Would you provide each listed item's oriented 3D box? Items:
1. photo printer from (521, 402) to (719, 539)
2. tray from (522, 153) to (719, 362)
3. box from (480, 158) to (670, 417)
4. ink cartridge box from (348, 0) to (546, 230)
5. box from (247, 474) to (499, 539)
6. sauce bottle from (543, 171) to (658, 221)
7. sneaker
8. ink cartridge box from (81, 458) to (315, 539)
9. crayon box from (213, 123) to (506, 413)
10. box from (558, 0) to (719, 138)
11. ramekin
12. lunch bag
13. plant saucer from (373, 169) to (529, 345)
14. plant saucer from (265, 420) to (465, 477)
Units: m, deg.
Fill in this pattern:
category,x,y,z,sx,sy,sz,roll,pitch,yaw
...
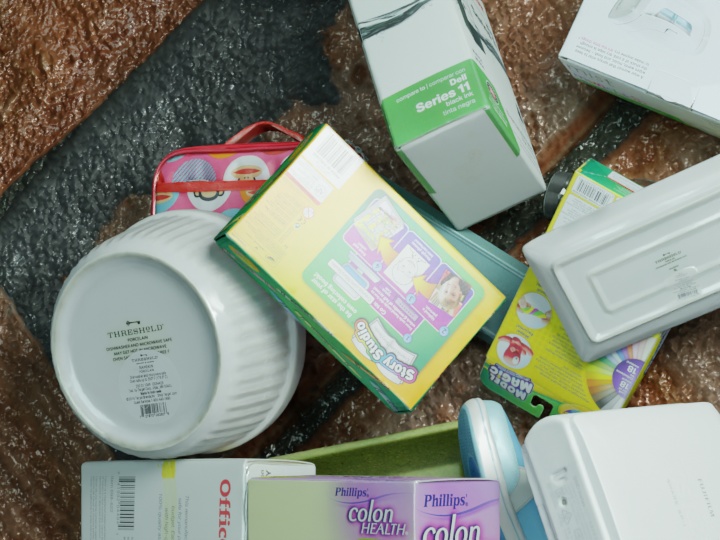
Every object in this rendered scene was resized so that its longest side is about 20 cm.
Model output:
category,x,y,z,sx,sy,sz,roll,pitch,yaw
photo printer,0.221,0.179,1.426,0.069,0.199,0.168,-34,66,41
tray,0.226,-0.009,1.434,0.199,0.022,0.108,-25,105,22
box,0.179,0.030,1.508,0.117,0.048,0.201,31,115,12
ink cartridge box,0.063,-0.157,1.547,0.083,0.147,0.201,-24,58,13
box,0.009,0.253,1.454,0.175,0.096,0.202,-5,84,44
sauce bottle,0.240,-0.037,1.523,0.199,0.065,0.065,18,88,24
sneaker,0.156,0.177,1.493,0.130,0.080,0.202,-19,94,-7
ink cartridge box,-0.132,0.225,1.581,0.199,0.083,0.147,-5,82,43
crayon box,0.000,0.000,1.516,0.200,0.058,0.119,44,77,-6
box,0.283,-0.198,1.515,0.199,0.097,0.178,24,91,23
ramekin,-0.153,0.055,1.566,0.198,0.105,0.202,4,99,24
lunch bag,-0.078,-0.039,1.648,0.198,0.082,0.178,-2,77,20
plant saucer,0.055,-0.011,1.570,0.199,0.019,0.070,32,94,-6
plant saucer,0.021,0.237,1.574,0.198,0.048,0.202,-13,77,19
